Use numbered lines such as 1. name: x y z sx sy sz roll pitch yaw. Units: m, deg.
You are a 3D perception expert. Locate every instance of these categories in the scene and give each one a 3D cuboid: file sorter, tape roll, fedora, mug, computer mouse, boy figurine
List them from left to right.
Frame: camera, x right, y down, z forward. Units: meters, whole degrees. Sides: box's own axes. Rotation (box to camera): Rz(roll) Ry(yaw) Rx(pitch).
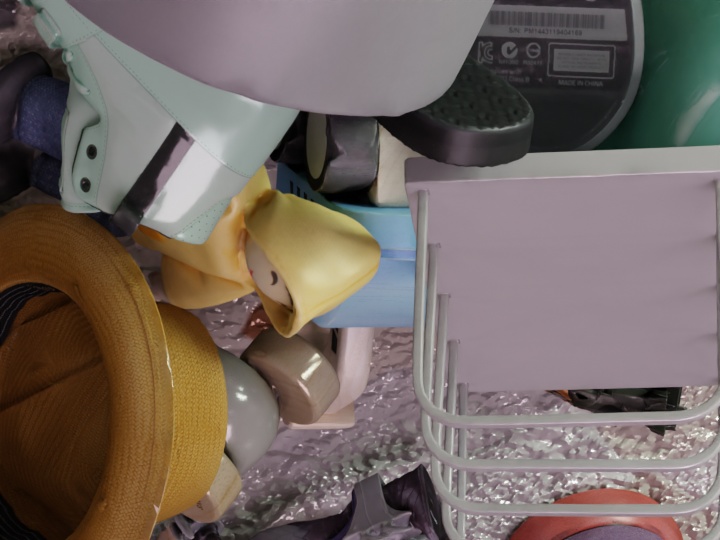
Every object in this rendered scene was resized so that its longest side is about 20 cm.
1. fedora: -0.118 0.064 1.192 0.082 0.201 0.201 1 134 -37
2. boy figurine: -0.082 -0.025 1.199 0.064 0.200 0.124 -44 150 -37
3. tape roll: -0.039 -0.146 1.078 0.200 0.200 0.066 10 124 -23
4. computer mouse: 0.088 -0.147 1.178 0.138 0.053 0.200 6 97 -7
5. file sorter: 0.097 0.051 1.164 0.139 0.125 0.200 -1 152 7
6. mug: 0.185 -0.079 1.215 0.152 0.114 0.185 -4 120 -13

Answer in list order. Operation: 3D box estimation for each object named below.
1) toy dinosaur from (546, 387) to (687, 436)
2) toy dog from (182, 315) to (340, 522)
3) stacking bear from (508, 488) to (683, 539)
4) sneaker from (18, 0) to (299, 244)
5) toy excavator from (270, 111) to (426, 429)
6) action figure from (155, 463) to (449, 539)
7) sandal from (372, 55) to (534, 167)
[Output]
1. toy dinosaur: 0.102 0.024 1.360 0.136 0.102 0.200 7 180 15
2. toy dog: -0.101 0.069 1.310 0.096 0.132 0.200 50 133 -9
3. stacking bear: 0.151 0.230 1.479 0.121 0.200 0.114 -8 134 -8
4. sneaker: -0.126 -0.091 1.124 0.200 0.074 0.118 34 106 11
5. toy excavator: 0.000 0.000 1.285 0.100 0.194 0.200 1 104 -17
6. action figure: -0.050 0.163 1.458 0.200 0.069 0.130 -19 139 7
7. sandal: 0.002 -0.085 1.146 0.075 0.200 0.048 -5 121 -26
